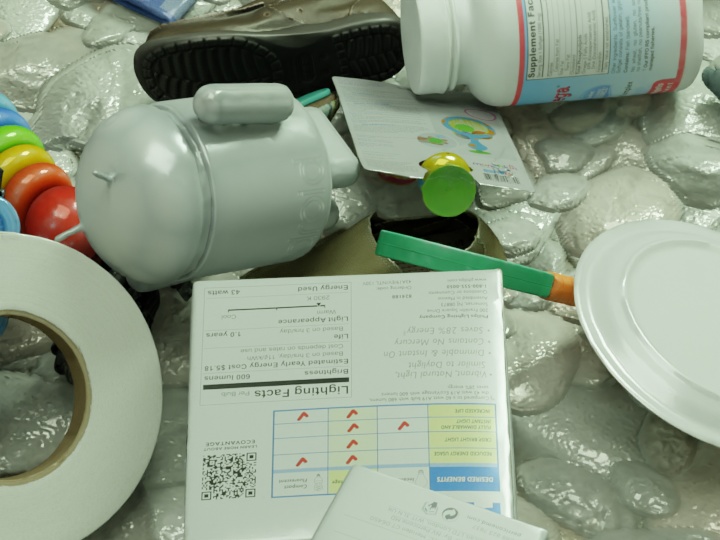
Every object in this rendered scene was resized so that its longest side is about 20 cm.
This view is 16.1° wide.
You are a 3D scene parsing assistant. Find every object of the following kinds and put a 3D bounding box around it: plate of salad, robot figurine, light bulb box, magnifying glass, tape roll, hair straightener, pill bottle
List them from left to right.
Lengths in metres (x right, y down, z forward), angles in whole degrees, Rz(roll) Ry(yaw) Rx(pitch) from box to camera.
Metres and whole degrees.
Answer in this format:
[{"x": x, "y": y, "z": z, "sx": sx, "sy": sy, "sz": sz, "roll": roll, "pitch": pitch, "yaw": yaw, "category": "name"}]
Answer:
[{"x": -0.221, "y": 0.077, "z": 1.574, "sx": 0.201, "sy": 0.037, "sz": 0.205, "roll": 1, "pitch": 87, "yaw": -19, "category": "tape roll"}, {"x": -0.150, "y": 0.005, "z": 1.707, "sx": 0.076, "sy": 0.041, "sz": 0.201, "roll": 10, "pitch": 46, "yaw": 12, "category": "hair straightener"}, {"x": -0.098, "y": -0.054, "z": 1.623, "sx": 0.199, "sy": 0.170, "sz": 0.113, "roll": -11, "pitch": 48, "yaw": -36, "category": "robot figurine"}, {"x": -0.005, "y": 0.116, "z": 1.548, "sx": 0.196, "sy": 0.125, "sz": 0.201, "roll": -2, "pitch": 50, "yaw": 2, "category": "light bulb box"}, {"x": 0.101, "y": 0.004, "z": 1.634, "sx": 0.199, "sy": 0.023, "sz": 0.079, "roll": 16, "pitch": -1, "yaw": -27, "category": "magnifying glass"}, {"x": 0.132, "y": -0.172, "z": 1.780, "sx": 0.198, "sy": 0.109, "sz": 0.109, "roll": -5, "pitch": 49, "yaw": -8, "category": "pill bottle"}, {"x": 0.223, "y": 0.047, "z": 1.623, "sx": 0.198, "sy": 0.048, "sz": 0.201, "roll": 15, "pitch": 42, "yaw": -13, "category": "plate of salad"}]

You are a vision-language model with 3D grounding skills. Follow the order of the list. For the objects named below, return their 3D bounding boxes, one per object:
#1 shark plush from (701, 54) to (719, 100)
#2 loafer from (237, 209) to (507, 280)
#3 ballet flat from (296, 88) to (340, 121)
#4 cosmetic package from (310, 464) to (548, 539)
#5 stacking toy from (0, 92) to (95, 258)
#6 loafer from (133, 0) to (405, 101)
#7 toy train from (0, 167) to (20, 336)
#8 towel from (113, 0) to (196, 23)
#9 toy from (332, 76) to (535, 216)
[{"x": 0.320, "y": -0.084, "z": 1.756, "sx": 0.083, "sy": 0.091, "sz": 0.201, "roll": -33, "pitch": 74, "yaw": 2, "category": "shark plush"}, {"x": 0.000, "y": 0.000, "z": 1.684, "sx": 0.198, "sy": 0.068, "sz": 0.076, "roll": -17, "pitch": 50, "yaw": -10, "category": "loafer"}, {"x": -0.090, "y": -0.067, "z": 1.739, "sx": 0.199, "sy": 0.069, "sz": 0.072, "roll": -20, "pitch": 91, "yaw": -38, "category": "ballet flat"}, {"x": 0.011, "y": 0.253, "z": 1.379, "sx": 0.122, "sy": 0.200, "sz": 0.201, "roll": 17, "pitch": 52, "yaw": 18, "category": "cosmetic package"}, {"x": -0.241, "y": -0.065, "z": 1.742, "sx": 0.085, "sy": 0.086, "sz": 0.200, "roll": -32, "pitch": 51, "yaw": -21, "category": "stacking toy"}, {"x": -0.065, "y": -0.161, "z": 1.835, "sx": 0.198, "sy": 0.073, "sz": 0.071, "roll": -6, "pitch": 40, "yaw": -8, "category": "loafer"}, {"x": -0.281, "y": 0.023, "z": 1.628, "sx": 0.113, "sy": 0.087, "sz": 0.202, "roll": 7, "pitch": 88, "yaw": -9, "category": "toy train"}, {"x": -0.142, "y": -0.275, "z": 1.963, "sx": 0.146, "sy": 0.024, "sz": 0.200, "roll": 26, "pitch": 58, "yaw": 22, "category": "towel"}, {"x": 0.044, "y": -0.079, "z": 1.732, "sx": 0.114, "sy": 0.048, "sz": 0.200, "roll": 7, "pitch": 18, "yaw": -10, "category": "toy"}]
